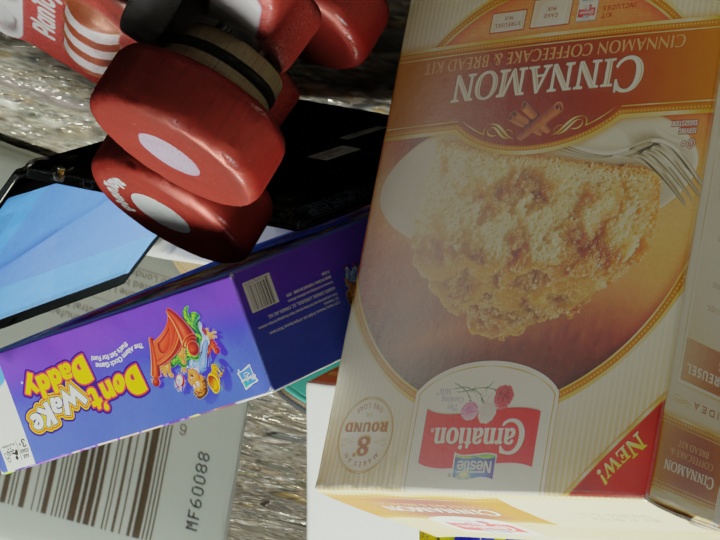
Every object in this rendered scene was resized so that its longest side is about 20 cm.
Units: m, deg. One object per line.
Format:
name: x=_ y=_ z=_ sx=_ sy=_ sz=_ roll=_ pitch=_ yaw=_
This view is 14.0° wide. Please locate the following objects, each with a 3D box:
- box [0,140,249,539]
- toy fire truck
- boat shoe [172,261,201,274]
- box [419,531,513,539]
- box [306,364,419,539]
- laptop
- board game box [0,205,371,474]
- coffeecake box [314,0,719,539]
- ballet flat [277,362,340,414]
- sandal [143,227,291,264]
box: x=-0.178 y=0.056 z=1.492 sx=0.198 sy=0.201 sz=0.171 roll=18 pitch=163 yaw=-29
toy fire truck: x=-0.083 y=-0.100 z=1.017 sx=0.168 sy=0.112 sz=0.200 roll=30 pitch=165 yaw=3
boat shoe: x=0.000 y=0.000 z=1.406 sx=0.199 sy=0.065 sz=0.072 roll=12 pitch=152 yaw=34
box: x=0.121 y=0.105 z=1.141 sx=0.122 sy=0.201 sz=0.192 roll=5 pitch=170 yaw=-30
box: x=0.070 y=0.084 z=1.453 sx=0.124 sy=0.098 sz=0.200 roll=5 pitch=-166 yaw=24
laptop: x=-0.066 y=-0.008 z=1.201 sx=0.199 sy=0.104 sz=0.177 roll=12 pitch=-162 yaw=28
board game box: x=-0.037 y=0.015 z=1.126 sx=0.134 sy=0.045 sz=0.200 roll=-18 pitch=-177 yaw=35
coffeecake box: x=0.078 y=-0.009 z=1.024 sx=0.153 sy=0.201 sz=0.073 roll=-3 pitch=161 yaw=44
ballet flat: x=0.047 y=0.065 z=1.632 sx=0.199 sy=0.073 sz=0.073 roll=3 pitch=164 yaw=22
sandal: x=-0.031 y=-0.026 z=1.326 sx=0.206 sy=0.079 sz=0.059 roll=12 pitch=171 yaw=36
